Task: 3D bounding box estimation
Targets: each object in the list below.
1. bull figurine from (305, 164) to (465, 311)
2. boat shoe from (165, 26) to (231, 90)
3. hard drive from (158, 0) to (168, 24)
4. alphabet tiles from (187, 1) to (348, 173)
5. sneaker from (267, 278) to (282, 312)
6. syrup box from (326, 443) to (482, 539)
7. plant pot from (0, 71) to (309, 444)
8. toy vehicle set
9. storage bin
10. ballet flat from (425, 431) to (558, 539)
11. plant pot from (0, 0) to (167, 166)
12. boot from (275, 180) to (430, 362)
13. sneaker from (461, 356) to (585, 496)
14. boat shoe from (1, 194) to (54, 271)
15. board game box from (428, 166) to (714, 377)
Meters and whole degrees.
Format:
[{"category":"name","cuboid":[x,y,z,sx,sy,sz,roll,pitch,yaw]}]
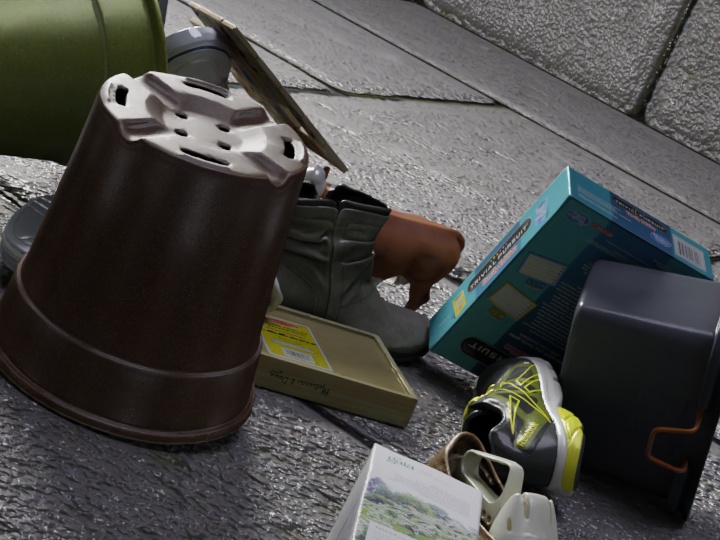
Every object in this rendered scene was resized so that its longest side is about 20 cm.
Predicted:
[{"category":"bull figurine","cuboid":[-0.005,-0.023,1.722,0.200,0.121,0.065,18,37,-26]},{"category":"boat shoe","cuboid":[-0.141,-0.150,1.716,0.200,0.074,0.067,94,-24,-75]},{"category":"hard drive","cuboid":[-0.213,-0.190,1.677,0.042,0.200,0.135,2,36,-24]},{"category":"alphabet tiles","cuboid":[-0.094,-0.171,1.736,0.167,0.008,0.200,51,-6,-27]},{"category":"sneaker","cuboid":[-0.124,-0.011,1.507,0.200,0.075,0.087,15,44,-51]},{"category":"syrup box","cuboid":[0.019,0.185,1.175,0.079,0.081,0.200,25,15,-2]},{"category":"plant pot","cuboid":[-0.136,-0.018,1.348,0.200,0.198,0.200,19,23,-8]},{"category":"toy vehicle set","cuboid":[-0.062,0.062,1.558,0.200,0.027,0.124,18,17,-21]},{"category":"storage bin","cuboid":[0.230,0.094,1.595,0.134,0.200,0.146,15,37,10]},{"category":"ballet flat","cuboid":[0.098,0.172,1.346,0.068,0.072,0.200,17,17,-26]},{"category":"plant pot","cuboid":[-0.285,-0.167,1.565,0.190,0.200,0.200,-6,31,-35]},{"category":"boot","cuboid":[0.000,0.000,1.657,0.200,0.131,0.068,13,19,-33]},{"category":"sneaker","cuboid":[0.117,0.114,1.562,0.085,0.075,0.200,9,13,-14]},{"category":"boat shoe","cuboid":[-0.222,-0.021,1.549,0.074,0.065,0.202,29,20,11]},{"category":"board game box","cuboid":[0.176,0.025,1.658,0.151,0.200,0.047,29,33,-18]}]
